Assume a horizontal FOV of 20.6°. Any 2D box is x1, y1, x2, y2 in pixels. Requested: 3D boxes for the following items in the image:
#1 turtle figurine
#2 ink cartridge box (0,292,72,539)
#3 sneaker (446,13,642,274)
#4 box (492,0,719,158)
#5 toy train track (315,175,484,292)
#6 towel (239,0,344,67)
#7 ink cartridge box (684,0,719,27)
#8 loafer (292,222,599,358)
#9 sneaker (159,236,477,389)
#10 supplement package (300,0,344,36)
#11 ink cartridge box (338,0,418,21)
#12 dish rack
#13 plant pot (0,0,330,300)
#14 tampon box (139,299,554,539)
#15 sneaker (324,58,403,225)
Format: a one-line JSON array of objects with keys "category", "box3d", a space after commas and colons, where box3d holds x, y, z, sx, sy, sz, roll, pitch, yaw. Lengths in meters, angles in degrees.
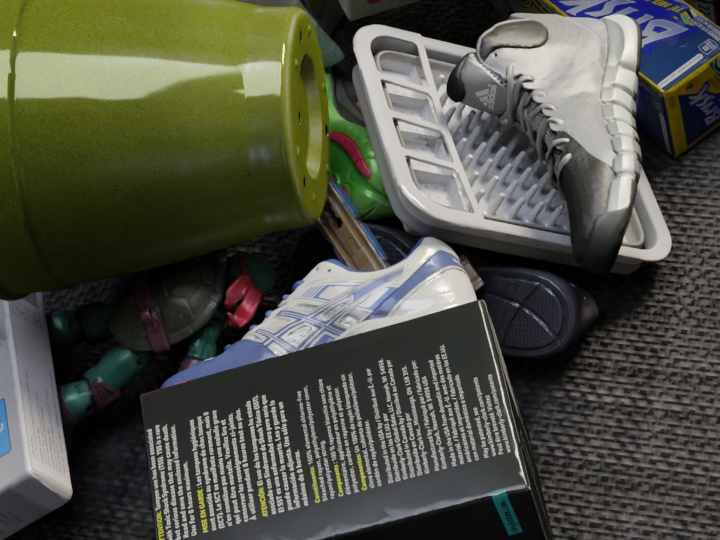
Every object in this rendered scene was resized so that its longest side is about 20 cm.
[{"category": "turtle figurine", "box3d": [-0.115, 0.036, 1.244, 0.200, 0.101, 0.150, -21, 39, 12]}, {"category": "ink cartridge box", "box3d": [-0.268, 0.094, 1.236, 0.176, 0.045, 0.200, -32, 48, 18]}, {"category": "sneaker", "box3d": [0.106, -0.083, 1.191, 0.115, 0.075, 0.200, 11, 46, -2]}, {"category": "box", "box3d": [0.166, -0.165, 1.331, 0.064, 0.070, 0.200, -37, 52, -11]}, {"category": "toy train track", "box3d": [0.000, 0.000, 1.215, 0.115, 0.033, 0.200, -42, 71, 27]}, {"category": "towel", "box3d": [-0.124, -0.194, 1.308, 0.153, 0.200, 0.023, -7, 45, 44]}, {"category": "ink cartridge box", "box3d": [0.288, -0.240, 1.268, 0.176, 0.200, 0.084, 11, 58, 25]}, {"category": "loafer", "box3d": [0.053, 0.014, 1.241, 0.200, 0.063, 0.072, 14, 100, 29]}, {"category": "sneaker", "box3d": [-0.026, 0.043, 1.161, 0.200, 0.075, 0.088, -16, 59, 3]}, {"category": "supplement package", "box3d": [-0.086, -0.239, 1.433, 0.156, 0.111, 0.200, 15, 59, 21]}, {"category": "ink cartridge box", "box3d": [0.056, -0.283, 1.292, 0.200, 0.147, 0.145, -18, 57, -9]}, {"category": "dish rack", "box3d": [0.087, -0.068, 1.239, 0.200, 0.044, 0.172, 9, 43, -27]}, {"category": "plant pot", "box3d": [-0.121, -0.085, 1.179, 0.193, 0.200, 0.200, -2, 53, 9]}, {"category": "tampon box", "box3d": [-0.002, 0.130, 1.099, 0.200, 0.150, 0.126, -15, 51, 5]}, {"category": "sneaker", "box3d": [-0.001, -0.082, 1.325, 0.077, 0.084, 0.200, -55, 32, 21]}]
